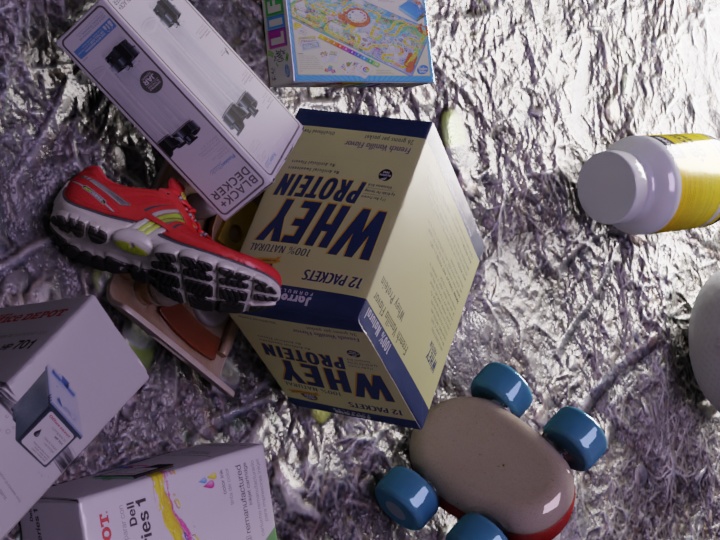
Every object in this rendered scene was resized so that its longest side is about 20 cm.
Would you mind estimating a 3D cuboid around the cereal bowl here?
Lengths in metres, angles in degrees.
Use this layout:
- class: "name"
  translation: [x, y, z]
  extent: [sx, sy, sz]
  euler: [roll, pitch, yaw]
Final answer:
- class: "cereal bowl"
  translation: [0.459, 0.088, 2.025]
  extent: [0.199, 0.083, 0.203]
  euler: [6, 82, -46]

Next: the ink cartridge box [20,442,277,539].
- class: "ink cartridge box"
  translation: [-0.165, 0.232, 1.350]
  extent: [0.199, 0.083, 0.147]
  euler: [-11, 94, -46]

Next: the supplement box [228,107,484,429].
- class: "supplement box"
  translation: [0.000, 0.000, 1.470]
  extent: [0.201, 0.133, 0.200]
  euler: [-69, 152, -26]

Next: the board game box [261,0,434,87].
- class: "board game box"
  translation: [-0.012, -0.245, 1.599]
  extent: [0.199, 0.034, 0.136]
  euler: [-6, 90, -46]

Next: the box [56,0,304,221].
- class: "box"
  translation: [-0.144, -0.151, 1.366]
  extent: [0.200, 0.060, 0.117]
  euler: [46, 28, -14]

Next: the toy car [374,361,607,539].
- class: "toy car"
  translation: [0.134, 0.235, 1.648]
  extent: [0.184, 0.176, 0.201]
  euler: [-44, 146, -25]

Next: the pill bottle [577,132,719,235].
- class: "pill bottle"
  translation: [0.337, -0.099, 1.895]
  extent: [0.199, 0.111, 0.113]
  euler: [-7, 91, -47]

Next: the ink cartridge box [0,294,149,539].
- class: "ink cartridge box"
  translation: [-0.272, 0.115, 1.206]
  extent: [0.086, 0.146, 0.200]
  euler: [57, 49, -23]

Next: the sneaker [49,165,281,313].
- class: "sneaker"
  translation: [-0.150, -0.032, 1.345]
  extent: [0.198, 0.077, 0.085]
  euler: [22, 58, -1]

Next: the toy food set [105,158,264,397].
- class: "toy food set"
  translation: [-0.124, -0.013, 1.437]
  extent: [0.143, 0.060, 0.201]
  euler: [42, 58, -35]
